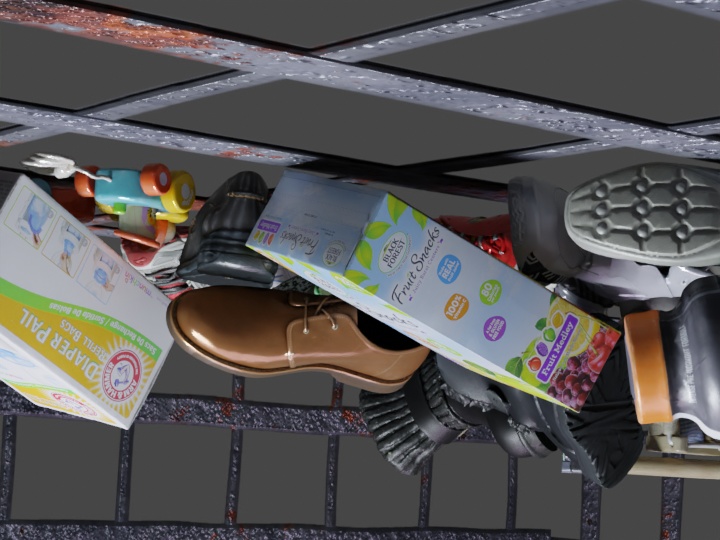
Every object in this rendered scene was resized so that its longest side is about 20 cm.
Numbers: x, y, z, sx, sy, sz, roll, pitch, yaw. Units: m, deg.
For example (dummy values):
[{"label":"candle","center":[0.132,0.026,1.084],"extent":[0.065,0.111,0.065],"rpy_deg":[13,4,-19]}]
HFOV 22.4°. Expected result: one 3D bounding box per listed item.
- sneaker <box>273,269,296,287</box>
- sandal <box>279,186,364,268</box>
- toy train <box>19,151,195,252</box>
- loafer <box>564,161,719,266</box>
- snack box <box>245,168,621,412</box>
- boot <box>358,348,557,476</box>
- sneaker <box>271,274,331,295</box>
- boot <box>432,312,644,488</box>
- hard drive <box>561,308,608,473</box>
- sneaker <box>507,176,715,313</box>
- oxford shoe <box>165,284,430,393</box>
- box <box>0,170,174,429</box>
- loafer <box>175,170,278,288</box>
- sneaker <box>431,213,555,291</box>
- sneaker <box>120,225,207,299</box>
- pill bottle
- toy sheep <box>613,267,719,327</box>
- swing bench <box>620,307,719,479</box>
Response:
[{"label":"sneaker","center":[-0.086,0.004,1.581],"extent":[0.075,0.087,0.200],"rpy_deg":[-1,175,18]},{"label":"sandal","center":[-0.031,-0.038,1.397],"extent":[0.076,0.043,0.200],"rpy_deg":[-3,167,-17]},{"label":"toy train","center":[-0.196,-0.042,1.322],"extent":[0.150,0.056,0.200],"rpy_deg":[4,175,-12]},{"label":"loafer","center":[0.230,-0.031,1.149],"extent":[0.200,0.070,0.070],"rpy_deg":[2,166,8]},{"label":"snack box","center":[0.045,0.011,1.211],"extent":[0.200,0.068,0.169],"rpy_deg":[31,174,-24]},{"label":"boot","center":[0.086,0.132,1.616],"extent":[0.158,0.079,0.211],"rpy_deg":[-35,-155,10]},{"label":"sneaker","center":[0.000,0.000,1.386],"extent":[0.200,0.077,0.089],"rpy_deg":[-8,134,37]},{"label":"boot","center":[0.121,0.068,1.351],"extent":[0.168,0.076,0.200],"rpy_deg":[32,161,31]},{"label":"hard drive","center":[0.192,0.074,1.556],"extent":[0.038,0.200,0.140],"rpy_deg":[2,173,7]},{"label":"sneaker","center":[0.175,-0.025,1.241],"extent":[0.115,0.075,0.200],"rpy_deg":[-11,161,21]},{"label":"oxford shoe","center":[-0.040,0.037,1.303],"extent":[0.200,0.071,0.071],"rpy_deg":[8,149,-25]},{"label":"box","center":[-0.237,0.019,1.308],"extent":[0.112,0.101,0.200],"rpy_deg":[10,156,39]},{"label":"loafer","center":[-0.092,-0.025,1.346],"extent":[0.073,0.072,0.200],"rpy_deg":[10,173,-14]},{"label":"sneaker","center":[0.089,-0.012,1.411],"extent":[0.085,0.077,0.200],"rpy_deg":[15,167,-26]},{"label":"sneaker","center":[-0.153,0.004,1.624],"extent":[0.078,0.082,0.200],"rpy_deg":[1,173,19]},{"label":"pill bottle","center":[0.268,0.050,1.144],"extent":[0.200,0.106,0.106],"rpy_deg":[-8,173,7]},{"label":"toy sheep","center":[0.265,0.021,1.372],"extent":[0.200,0.138,0.138],"rpy_deg":[-36,-175,-15]},{"label":"swing bench","center":[0.306,0.074,1.505],"extent":[0.200,0.199,0.130],"rpy_deg":[2,174,7]}]
